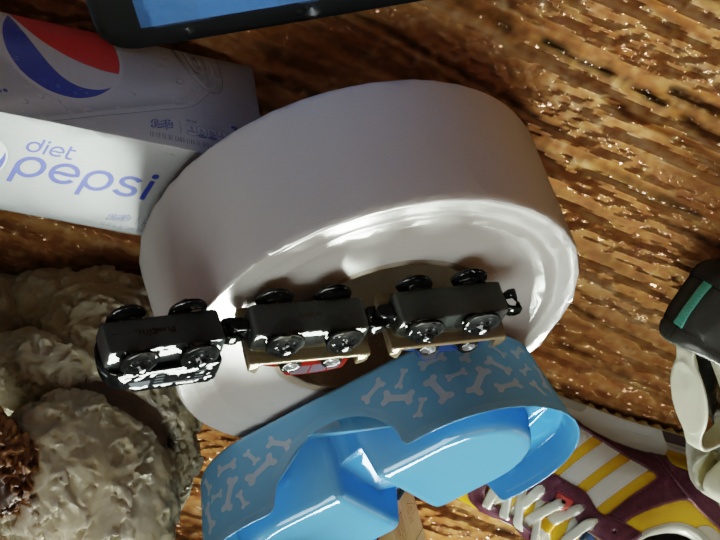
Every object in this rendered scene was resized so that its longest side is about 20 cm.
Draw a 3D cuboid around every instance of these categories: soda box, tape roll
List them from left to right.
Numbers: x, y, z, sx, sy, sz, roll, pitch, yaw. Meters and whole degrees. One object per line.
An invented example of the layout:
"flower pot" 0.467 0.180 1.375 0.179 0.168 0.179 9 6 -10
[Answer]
"soda box" -0.146 -0.069 1.125 0.199 0.064 0.068 10 139 -26
"tape roll" 0.000 0.000 1.160 0.201 0.071 0.203 -15 148 -9

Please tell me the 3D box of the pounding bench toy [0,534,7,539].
"pounding bench toy" -0.304 0.110 1.296 0.155 0.125 0.200 -15 139 20

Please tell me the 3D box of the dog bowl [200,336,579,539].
"dog bowl" 0.008 0.094 1.194 0.199 0.050 0.111 -28 150 18

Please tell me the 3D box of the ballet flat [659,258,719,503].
"ballet flat" 0.195 0.078 1.271 0.068 0.068 0.200 27 152 48

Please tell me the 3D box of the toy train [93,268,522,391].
"toy train" -0.022 0.029 1.091 0.199 0.034 0.046 -6 150 -21

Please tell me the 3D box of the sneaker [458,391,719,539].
"sneaker" 0.109 0.121 1.310 0.199 0.090 0.075 11 136 -7

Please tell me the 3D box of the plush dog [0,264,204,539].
"plush dog" -0.131 0.084 1.234 0.160 0.172 0.200 -29 126 30

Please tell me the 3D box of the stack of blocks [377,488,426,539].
"stack of blocks" -0.039 0.184 1.308 0.115 0.200 0.059 -12 103 17

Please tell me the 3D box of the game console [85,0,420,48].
"game console" -0.033 -0.143 1.025 0.199 0.171 0.119 -10 108 5
